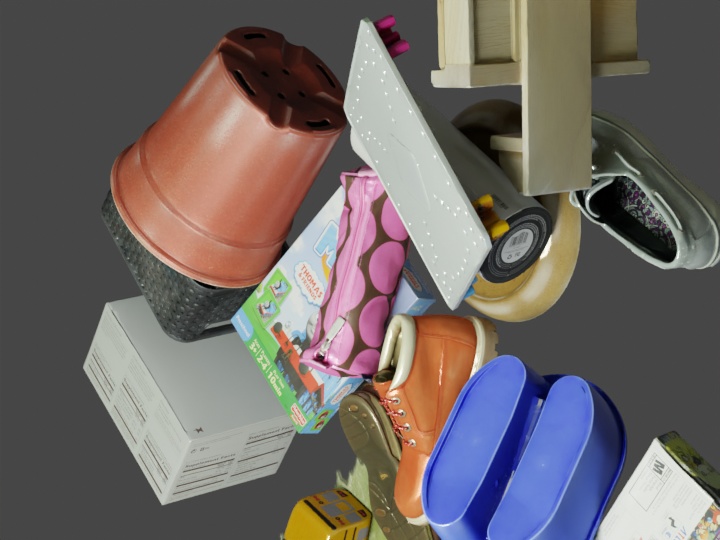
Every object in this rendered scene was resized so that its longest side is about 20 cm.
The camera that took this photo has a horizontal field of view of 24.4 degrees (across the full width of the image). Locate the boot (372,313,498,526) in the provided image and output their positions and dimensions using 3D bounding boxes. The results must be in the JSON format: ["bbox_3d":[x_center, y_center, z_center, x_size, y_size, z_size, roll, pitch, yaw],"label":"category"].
[{"bbox_3d":[0.049,0.134,1.528,0.075,0.106,0.203,25,104,60],"label":"boot"}]

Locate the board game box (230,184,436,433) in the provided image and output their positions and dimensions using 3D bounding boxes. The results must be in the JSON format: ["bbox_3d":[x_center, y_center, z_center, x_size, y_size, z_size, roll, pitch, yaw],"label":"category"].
[{"bbox_3d":[-0.031,0.039,1.661,0.200,0.036,0.152,-49,59,25],"label":"board game box"}]

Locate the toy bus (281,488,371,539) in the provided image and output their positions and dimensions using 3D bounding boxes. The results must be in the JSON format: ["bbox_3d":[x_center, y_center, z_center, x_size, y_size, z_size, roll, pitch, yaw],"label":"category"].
[{"bbox_3d":[-0.049,0.335,1.763,0.065,0.078,0.202,36,125,40],"label":"toy bus"}]

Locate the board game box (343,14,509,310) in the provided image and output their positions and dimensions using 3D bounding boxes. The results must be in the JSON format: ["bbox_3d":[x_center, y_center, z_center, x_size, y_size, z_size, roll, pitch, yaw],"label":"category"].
[{"bbox_3d":[0.049,-0.083,1.333,0.202,0.026,0.200,62,169,11],"label":"board game box"}]

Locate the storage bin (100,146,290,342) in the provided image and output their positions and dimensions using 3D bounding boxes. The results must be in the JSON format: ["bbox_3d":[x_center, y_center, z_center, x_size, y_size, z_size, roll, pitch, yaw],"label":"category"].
[{"bbox_3d":[-0.175,-0.037,1.788,0.201,0.134,0.094,58,137,26],"label":"storage bin"}]

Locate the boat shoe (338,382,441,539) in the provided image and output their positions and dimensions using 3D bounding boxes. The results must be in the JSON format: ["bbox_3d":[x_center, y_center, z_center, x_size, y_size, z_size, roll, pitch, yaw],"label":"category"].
[{"bbox_3d":[0.045,0.197,1.621,0.072,0.067,0.202,0,115,49],"label":"boat shoe"}]

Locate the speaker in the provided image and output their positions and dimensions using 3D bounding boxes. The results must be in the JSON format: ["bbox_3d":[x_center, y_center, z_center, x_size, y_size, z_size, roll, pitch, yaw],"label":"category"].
[{"bbox_3d":[0.075,-0.079,1.458,0.200,0.081,0.082,46,131,36],"label":"speaker"}]

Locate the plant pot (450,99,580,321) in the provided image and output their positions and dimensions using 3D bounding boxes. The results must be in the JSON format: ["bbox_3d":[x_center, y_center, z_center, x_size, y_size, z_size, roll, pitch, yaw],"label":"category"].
[{"bbox_3d":[0.118,-0.052,1.498,0.199,0.027,0.203,18,112,50],"label":"plant pot"}]

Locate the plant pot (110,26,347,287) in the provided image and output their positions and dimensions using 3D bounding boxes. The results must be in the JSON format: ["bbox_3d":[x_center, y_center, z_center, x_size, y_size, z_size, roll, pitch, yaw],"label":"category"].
[{"bbox_3d":[-0.120,-0.123,1.667,0.196,0.199,0.202,-51,59,36],"label":"plant pot"}]

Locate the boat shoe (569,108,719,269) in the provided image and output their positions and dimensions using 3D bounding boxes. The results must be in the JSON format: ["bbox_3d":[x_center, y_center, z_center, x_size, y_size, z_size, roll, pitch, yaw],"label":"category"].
[{"bbox_3d":[0.208,-0.068,1.340,0.201,0.071,0.071,43,130,37],"label":"boat shoe"}]

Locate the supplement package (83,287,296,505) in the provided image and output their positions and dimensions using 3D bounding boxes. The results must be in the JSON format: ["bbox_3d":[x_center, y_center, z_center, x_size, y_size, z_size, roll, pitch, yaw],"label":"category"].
[{"bbox_3d":[-0.182,0.129,1.822,0.201,0.154,0.111,54,137,29],"label":"supplement package"}]

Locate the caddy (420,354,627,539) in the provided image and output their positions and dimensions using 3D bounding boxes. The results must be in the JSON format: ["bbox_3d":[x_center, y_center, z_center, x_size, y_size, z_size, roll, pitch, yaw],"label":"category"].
[{"bbox_3d":[0.140,0.171,1.408,0.140,0.105,0.202,17,72,33],"label":"caddy"}]

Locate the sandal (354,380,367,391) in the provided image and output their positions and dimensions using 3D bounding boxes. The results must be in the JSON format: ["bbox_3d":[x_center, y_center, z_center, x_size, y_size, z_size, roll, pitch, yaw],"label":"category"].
[{"bbox_3d":[-0.031,0.086,1.706,0.199,0.045,0.076,20,114,49],"label":"sandal"}]

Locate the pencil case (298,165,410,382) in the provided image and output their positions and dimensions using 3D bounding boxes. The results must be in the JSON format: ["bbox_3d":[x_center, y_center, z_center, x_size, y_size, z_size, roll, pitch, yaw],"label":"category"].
[{"bbox_3d":[0.000,0.000,1.555,0.090,0.093,0.203,10,88,33],"label":"pencil case"}]

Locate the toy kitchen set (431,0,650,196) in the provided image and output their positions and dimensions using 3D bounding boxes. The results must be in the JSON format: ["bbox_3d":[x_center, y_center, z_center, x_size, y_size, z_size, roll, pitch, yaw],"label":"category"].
[{"bbox_3d":[0.106,-0.150,1.343,0.179,0.198,0.166,7,102,51],"label":"toy kitchen set"}]

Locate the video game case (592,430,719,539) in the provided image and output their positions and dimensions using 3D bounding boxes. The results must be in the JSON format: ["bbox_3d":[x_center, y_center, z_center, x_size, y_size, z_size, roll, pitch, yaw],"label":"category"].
[{"bbox_3d":[0.265,0.263,1.354,0.181,0.036,0.201,45,128,28],"label":"video game case"}]
